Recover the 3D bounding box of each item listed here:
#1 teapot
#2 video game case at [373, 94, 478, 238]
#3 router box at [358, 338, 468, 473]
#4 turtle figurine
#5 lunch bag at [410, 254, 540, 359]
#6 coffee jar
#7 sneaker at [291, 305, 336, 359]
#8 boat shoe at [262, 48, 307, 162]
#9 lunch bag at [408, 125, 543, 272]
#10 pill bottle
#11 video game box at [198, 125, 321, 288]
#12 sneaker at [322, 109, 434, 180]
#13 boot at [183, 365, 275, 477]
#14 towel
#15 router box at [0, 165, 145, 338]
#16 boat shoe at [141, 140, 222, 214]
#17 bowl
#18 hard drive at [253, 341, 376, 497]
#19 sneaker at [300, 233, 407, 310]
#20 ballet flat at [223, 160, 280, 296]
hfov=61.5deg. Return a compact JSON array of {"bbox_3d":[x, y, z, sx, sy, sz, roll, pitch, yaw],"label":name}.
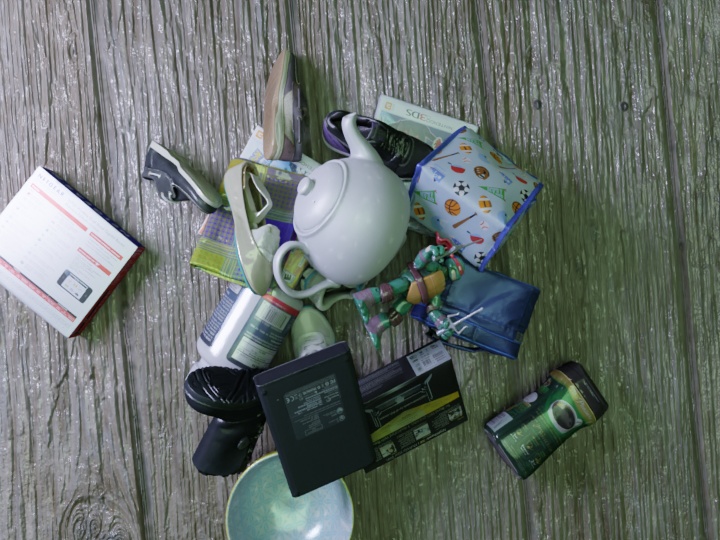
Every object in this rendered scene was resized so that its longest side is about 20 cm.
[{"bbox_3d":[-0.033,-0.083,0.879,0.144,0.204,0.196,29,130,-34],"label":"teapot"},{"bbox_3d":[0.091,-0.173,1.024,0.177,0.023,0.206,16,89,-5],"label":"video game case"},{"bbox_3d":[0.066,0.219,0.968,0.196,0.053,0.160,-25,128,-5],"label":"router box"},{"bbox_3d":[0.092,0.030,0.872,0.196,0.101,0.152,-26,115,-3],"label":"turtle figurine"},{"bbox_3d":[0.172,0.062,0.975,0.195,0.136,0.136,20,88,-3],"label":"lunch bag"},{"bbox_3d":[0.312,0.247,1.014,0.198,0.085,0.105,-36,90,-3],"label":"coffee jar"},{"bbox_3d":[-0.069,0.158,0.982,0.074,0.081,0.206,-12,90,-3],"label":"sneaker"},{"bbox_3d":[-0.116,-0.260,0.969,0.063,0.072,0.205,14,60,-27],"label":"boat shoe"},{"bbox_3d":[0.181,-0.124,0.941,0.169,0.125,0.200,37,51,9],"label":"lunch bag"},{"bbox_3d":[-0.187,0.106,0.951,0.118,0.120,0.203,32,88,-4],"label":"pill bottle"},{"bbox_3d":[-0.139,-0.102,0.992,0.179,0.047,0.203,29,87,-1],"label":"video game box"},{"bbox_3d":[0.032,-0.199,0.964,0.195,0.088,0.078,16,88,-5],"label":"sneaker"},{"bbox_3d":[-0.199,0.226,0.870,0.076,0.198,0.171,37,104,28],"label":"boot"},{"bbox_3d":[-0.163,-0.076,0.922,0.140,0.023,0.204,18,67,0],"label":"towel"},{"bbox_3d":[-0.477,-0.028,0.959,0.199,0.049,0.181,40,87,-4],"label":"router box"},{"bbox_3d":[-0.277,-0.130,0.929,0.199,0.071,0.068,37,94,37],"label":"boat shoe"},{"bbox_3d":[-0.111,0.375,0.964,0.194,0.108,0.207,0,89,-6],"label":"bowl"},{"bbox_3d":[-0.059,0.216,0.861,0.136,0.033,0.205,-19,115,-13],"label":"hard drive"},{"bbox_3d":[0.000,0.000,0.976,0.198,0.087,0.076,-36,126,-1],"label":"sneaker"},{"bbox_3d":[-0.150,-0.067,0.866,0.068,0.070,0.205,-17,71,-5],"label":"ballet flat"}]
